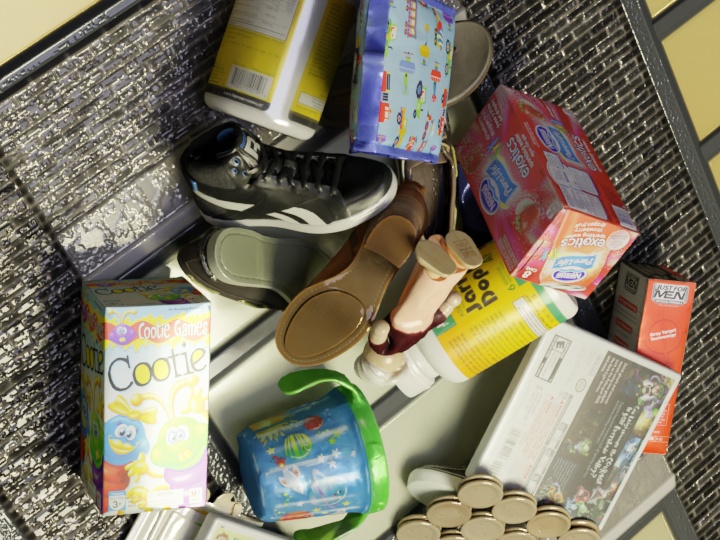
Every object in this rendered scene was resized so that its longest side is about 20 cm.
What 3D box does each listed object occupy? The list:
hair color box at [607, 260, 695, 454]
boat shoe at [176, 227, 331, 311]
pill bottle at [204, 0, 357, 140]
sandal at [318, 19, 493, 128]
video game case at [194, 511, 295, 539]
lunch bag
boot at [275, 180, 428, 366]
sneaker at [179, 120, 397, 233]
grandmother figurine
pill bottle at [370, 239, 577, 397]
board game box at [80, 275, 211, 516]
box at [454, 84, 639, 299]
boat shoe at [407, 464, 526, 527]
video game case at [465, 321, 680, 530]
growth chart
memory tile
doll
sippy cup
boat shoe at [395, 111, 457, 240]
[{"bbox_3d":[0.324,0.099,1.773,0.061,0.102,0.201,5,101,-11],"label":"hair color box"},{"bbox_3d":[-0.095,0.002,1.531,0.201,0.060,0.072,22,66,-49],"label":"boat shoe"},{"bbox_3d":[-0.066,-0.232,1.458,0.112,0.112,0.201,18,94,-32],"label":"pill bottle"},{"bbox_3d":[0.041,-0.194,1.534,0.199,0.055,0.082,-15,89,-7],"label":"sandal"},{"bbox_3d":[-0.118,0.360,1.617,0.200,0.022,0.183,26,91,-36],"label":"video game case"},{"bbox_3d":[0.028,-0.180,1.412,0.094,0.200,0.151,7,93,7],"label":"lunch bag"},{"bbox_3d":[0.000,0.000,1.530,0.074,0.155,0.200,42,107,-7],"label":"boot"},{"bbox_3d":[-0.073,-0.091,1.439,0.112,0.199,0.073,63,27,-55],"label":"sneaker"},{"bbox_3d":[0.050,0.044,1.508,0.121,0.061,0.200,-8,145,-36],"label":"grandmother figurine"},{"bbox_3d":[0.115,0.046,1.607,0.199,0.113,0.113,-31,120,11],"label":"pill bottle"},{"bbox_3d":[-0.205,0.116,1.467,0.104,0.103,0.201,-3,104,-21],"label":"board game box"},{"bbox_3d":[0.180,-0.080,1.530,0.099,0.200,0.096,16,125,-31],"label":"box"},{"bbox_3d":[0.141,0.243,1.737,0.199,0.071,0.064,19,60,-25],"label":"boat shoe"},{"bbox_3d":[0.234,0.169,1.697,0.181,0.023,0.201,24,97,-22],"label":"video game case"},{"bbox_3d":[-0.162,0.298,1.597,0.200,0.018,0.145,40,81,-32],"label":"growth chart"},{"bbox_3d":[0.154,0.291,1.720,0.199,0.017,0.153,29,130,-28],"label":"memory tile"},{"bbox_3d":[0.149,-0.041,1.671,0.136,0.048,0.201,-15,110,-25],"label":"doll"},{"bbox_3d":[-0.053,0.194,1.575,0.130,0.140,0.179,-12,83,-17],"label":"sippy cup"},{"bbox_3d":[0.068,-0.113,1.598,0.072,0.059,0.201,-8,107,-28],"label":"boat shoe"}]
